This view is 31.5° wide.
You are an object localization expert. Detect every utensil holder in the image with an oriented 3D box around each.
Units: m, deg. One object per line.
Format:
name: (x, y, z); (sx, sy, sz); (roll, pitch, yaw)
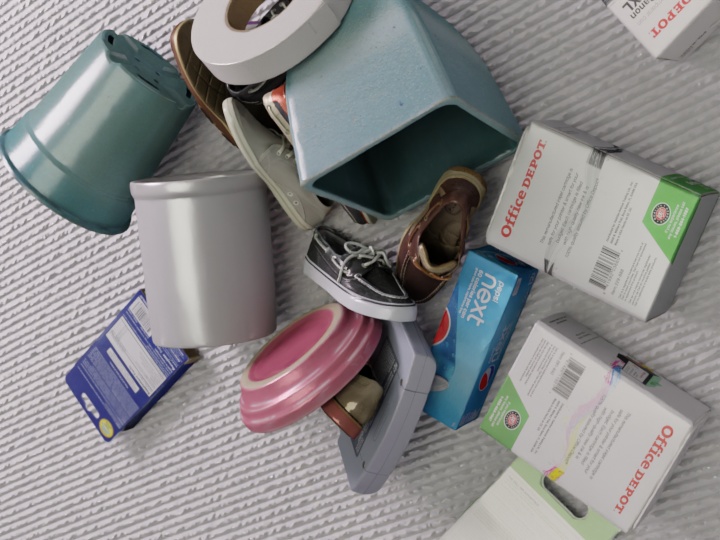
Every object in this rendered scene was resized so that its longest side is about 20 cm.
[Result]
utensil holder: (-0.188, -0.018, 1.570); (0.169, 0.170, 0.201); (0, 100, 30)

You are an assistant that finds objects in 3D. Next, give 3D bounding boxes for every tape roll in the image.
tape roll: (-0.096, -0.291, 1.403); (0.202, 0.037, 0.204); (-20, 46, 23)

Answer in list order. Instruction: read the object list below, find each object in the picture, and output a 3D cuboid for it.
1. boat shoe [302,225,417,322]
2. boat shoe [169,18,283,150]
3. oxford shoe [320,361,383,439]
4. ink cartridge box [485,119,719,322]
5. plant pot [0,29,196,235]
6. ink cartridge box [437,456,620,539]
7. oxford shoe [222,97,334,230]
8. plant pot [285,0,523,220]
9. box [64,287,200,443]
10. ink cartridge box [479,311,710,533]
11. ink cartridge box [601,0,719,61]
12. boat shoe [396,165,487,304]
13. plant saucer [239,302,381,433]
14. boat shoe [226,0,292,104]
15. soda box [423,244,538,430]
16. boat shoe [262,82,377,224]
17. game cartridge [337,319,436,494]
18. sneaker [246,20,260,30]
boat shoe: (0.002, 0.000, 1.490); (0.199, 0.073, 0.068); (36, 119, 54)
boat shoe: (-0.173, -0.215, 1.542); (0.067, 0.072, 0.200); (11, 144, 49)
oxford shoe: (-0.013, 0.136, 1.502); (0.075, 0.200, 0.070); (-45, 109, 0)
ink cartridge box: (0.253, -0.057, 1.350); (0.199, 0.084, 0.147); (29, 110, 24)
plant pot: (-0.322, -0.184, 1.618); (0.200, 0.200, 0.196); (46, 109, 17)
ink cartridge box: (0.189, 0.310, 1.464); (0.145, 0.048, 0.200); (44, 93, 17)
oxford shoe: (-0.095, -0.133, 1.515); (0.058, 0.075, 0.200); (-28, 121, 16)
plant pot: (0.033, -0.201, 1.398); (0.196, 0.196, 0.201); (-28, 67, 24)
box: (-0.315, 0.132, 1.741); (0.200, 0.032, 0.121); (-45, 74, 26)
ink cartridge box: (0.253, 0.161, 1.380); (0.200, 0.084, 0.145); (34, 111, 22)
ink cartridge box: (0.296, -0.331, 1.285); (0.200, 0.084, 0.145); (51, 118, 15)
boat shoe: (0.082, -0.024, 1.429); (0.072, 0.072, 0.200); (25, 134, -2)
plant saucer: (-0.068, 0.105, 1.495); (0.200, 0.201, 0.051); (-27, 109, 30)
boat shoe: (-0.082, -0.271, 1.458); (0.073, 0.063, 0.200); (45, 108, 12)
soda box: (0.128, 0.076, 1.454); (0.068, 0.064, 0.201); (29, 110, 24)
boat shoe: (-0.042, -0.133, 1.486); (0.062, 0.071, 0.200); (-20, 119, 21)
game cartridge: (0.029, 0.155, 1.490); (0.201, 0.041, 0.133); (-67, 26, 24)
sneaker: (-0.104, -0.253, 1.537); (0.199, 0.075, 0.100); (0, 96, 30)
